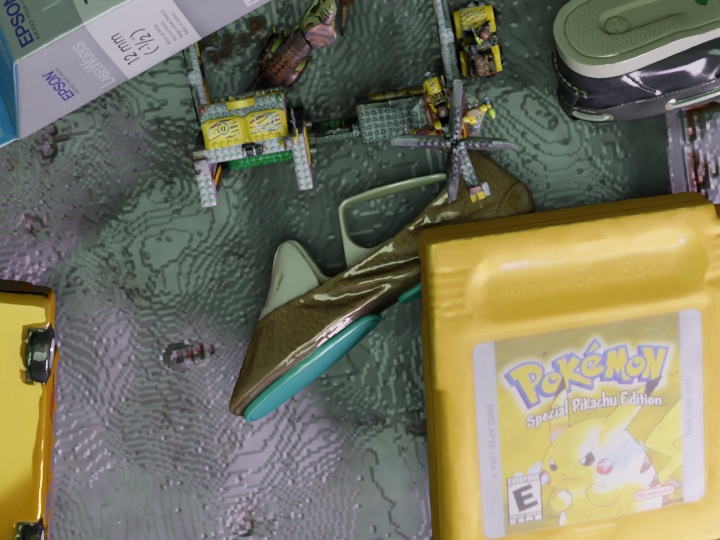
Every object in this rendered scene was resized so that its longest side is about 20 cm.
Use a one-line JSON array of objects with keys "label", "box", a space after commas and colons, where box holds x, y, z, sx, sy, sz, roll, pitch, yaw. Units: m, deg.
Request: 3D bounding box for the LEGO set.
[{"label": "LEGO set", "box": [-0.021, -0.109, 1.165, 0.198, 0.116, 0.155, -2, 103, -1]}]

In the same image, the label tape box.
[{"label": "label tape box", "box": [-0.155, -0.162, 1.143, 0.199, 0.066, 0.144, -27, 63, 3]}]

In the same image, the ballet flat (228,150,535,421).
[{"label": "ballet flat", "box": [0.000, 0.000, 1.223, 0.199, 0.068, 0.073, -34, 81, 6]}]

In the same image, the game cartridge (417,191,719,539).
[{"label": "game cartridge", "box": [0.121, 0.063, 1.220, 0.175, 0.032, 0.201, -9, 114, -11]}]

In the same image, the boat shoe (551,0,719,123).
[{"label": "boat shoe", "box": [0.198, -0.126, 1.204, 0.199, 0.072, 0.068, -14, 139, -5]}]

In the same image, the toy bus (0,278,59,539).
[{"label": "toy bus", "box": [-0.199, 0.103, 1.229, 0.065, 0.078, 0.201, 4, 102, -1]}]
